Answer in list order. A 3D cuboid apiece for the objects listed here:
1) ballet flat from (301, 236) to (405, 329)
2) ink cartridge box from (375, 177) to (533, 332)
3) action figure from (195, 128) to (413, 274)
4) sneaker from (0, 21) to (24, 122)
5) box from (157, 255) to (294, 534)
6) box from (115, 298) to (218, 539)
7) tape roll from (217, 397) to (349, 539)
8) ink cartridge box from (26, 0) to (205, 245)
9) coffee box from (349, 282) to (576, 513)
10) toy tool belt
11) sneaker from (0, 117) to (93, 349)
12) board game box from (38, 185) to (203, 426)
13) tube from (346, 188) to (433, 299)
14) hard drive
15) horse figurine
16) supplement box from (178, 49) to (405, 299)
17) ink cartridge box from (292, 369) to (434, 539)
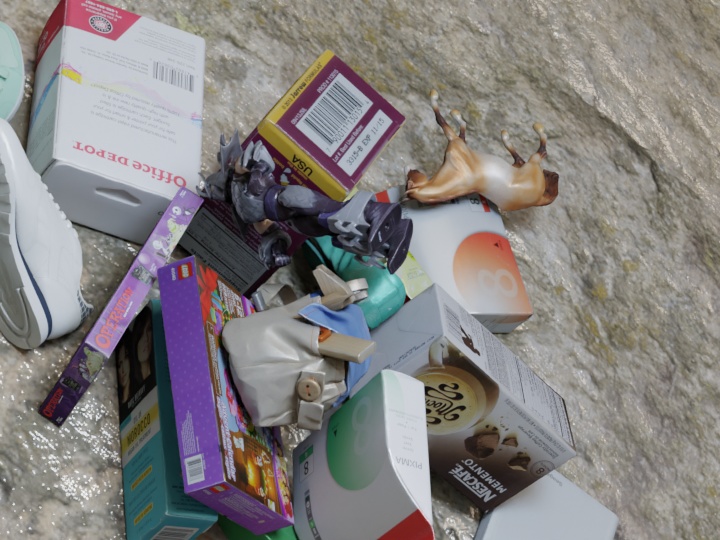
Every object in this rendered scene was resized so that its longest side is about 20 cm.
[{"bbox_3d":[0.000,0.000,1.666,0.070,0.200,0.068,-29,113,-5],"label":"ballet flat"},{"bbox_3d":[0.067,-0.019,1.809,0.199,0.050,0.163,4,58,-37],"label":"ink cartridge box"},{"bbox_3d":[-0.058,-0.053,1.527,0.199,0.130,0.070,15,60,24],"label":"action figure"},{"bbox_3d":[-0.337,-0.172,1.564,0.073,0.119,0.201,12,51,-3],"label":"sneaker"},{"bbox_3d":[-0.111,0.105,1.484,0.137,0.039,0.201,45,31,-59],"label":"box"},{"bbox_3d":[-0.166,0.132,1.514,0.049,0.082,0.201,11,55,-29],"label":"box"},{"bbox_3d":[-0.041,0.184,1.593,0.199,0.048,0.202,19,52,-25],"label":"tape roll"},{"bbox_3d":[-0.226,-0.139,1.653,0.147,0.086,0.201,19,53,-26],"label":"ink cartridge box"},{"bbox_3d":[0.092,0.120,1.640,0.200,0.113,0.080,42,24,-31],"label":"coffee box"},{"bbox_3d":[-0.030,0.060,1.510,0.200,0.122,0.126,-55,126,-72],"label":"toy tool belt"},{"bbox_3d":[-0.284,-0.038,1.518,0.080,0.076,0.202,-26,112,-43],"label":"sneaker"},{"bbox_3d":[-0.203,0.029,1.532,0.032,0.120,0.201,36,46,-10],"label":"board game box"},{"bbox_3d":[-0.002,-0.048,1.758,0.058,0.052,0.200,-36,77,-28],"label":"tube"},{"bbox_3d":[0.167,0.277,1.695,0.132,0.027,0.201,36,46,-10],"label":"hard drive"},{"bbox_3d":[0.135,-0.108,1.857,0.199,0.050,0.133,17,50,-24],"label":"horse figurine"},{"bbox_3d":[-0.069,-0.085,1.648,0.103,0.200,0.131,41,46,-6],"label":"supplement box"},{"bbox_3d":[0.000,0.205,1.462,0.050,0.161,0.201,17,53,-25],"label":"ink cartridge box"}]
